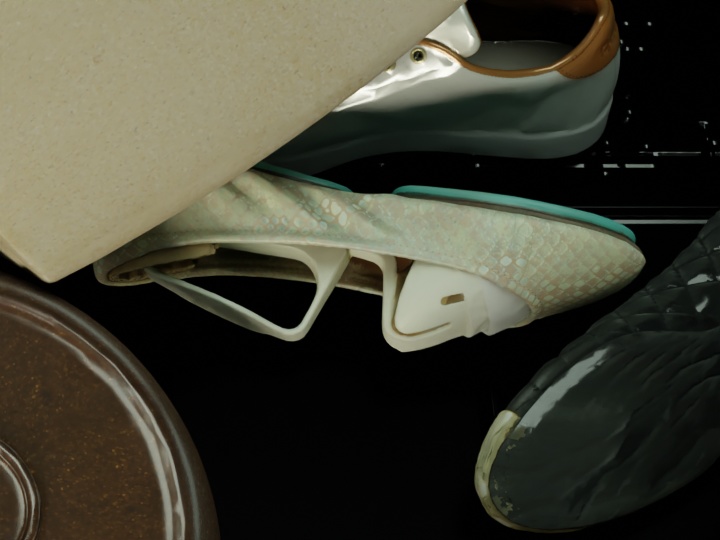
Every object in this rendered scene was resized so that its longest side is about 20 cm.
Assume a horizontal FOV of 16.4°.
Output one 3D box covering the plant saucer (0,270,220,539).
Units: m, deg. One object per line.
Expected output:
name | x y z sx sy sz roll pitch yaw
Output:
plant saucer | -0.131 0.079 0.789 0.200 0.034 0.201 11 61 -21

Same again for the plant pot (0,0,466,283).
plant pot | -0.118 -0.116 0.850 0.177 0.200 0.200 -51 40 -11

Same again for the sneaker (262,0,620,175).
sneaker | 0.000 -0.086 0.938 0.200 0.085 0.073 -5 56 -8

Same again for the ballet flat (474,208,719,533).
ballet flat | 0.113 0.031 0.900 0.200 0.057 0.067 -36 109 -28

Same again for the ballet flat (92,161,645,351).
ballet flat | 0.000 0.000 0.897 0.200 0.067 0.062 10 72 6
